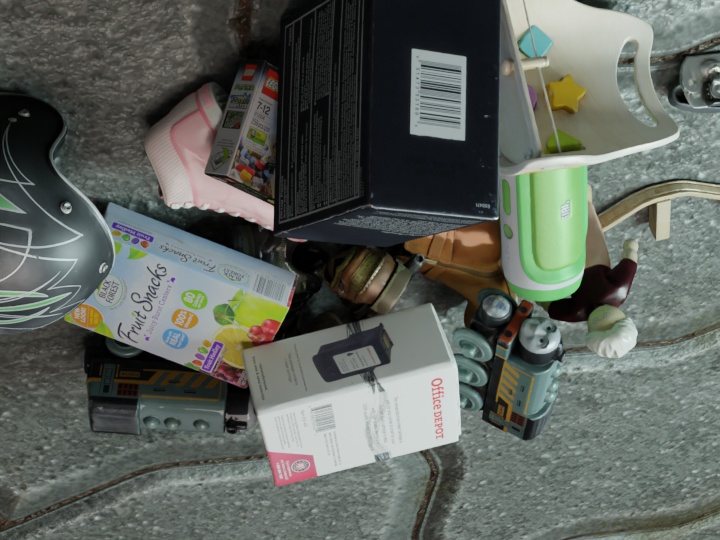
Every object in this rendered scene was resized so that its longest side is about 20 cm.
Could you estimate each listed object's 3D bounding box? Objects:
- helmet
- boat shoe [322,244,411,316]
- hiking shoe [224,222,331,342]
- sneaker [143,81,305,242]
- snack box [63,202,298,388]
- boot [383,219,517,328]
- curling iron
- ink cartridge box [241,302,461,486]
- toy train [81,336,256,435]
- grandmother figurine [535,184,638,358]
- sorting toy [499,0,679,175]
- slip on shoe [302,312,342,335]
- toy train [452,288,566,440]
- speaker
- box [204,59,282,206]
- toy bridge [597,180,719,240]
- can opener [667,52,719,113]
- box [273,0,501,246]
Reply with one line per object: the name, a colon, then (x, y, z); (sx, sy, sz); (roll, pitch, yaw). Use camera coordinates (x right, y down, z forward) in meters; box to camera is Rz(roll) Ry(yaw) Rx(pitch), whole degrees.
helmet: (-0.318, -0.039, 1.269); (0.200, 0.191, 0.200); (-9, 141, -7)
boat shoe: (0.000, 0.000, 1.472); (0.068, 0.072, 0.200); (33, 172, -7)
hiking shoe: (-0.074, 0.022, 1.522); (0.101, 0.076, 0.200); (-14, 141, 2)
sneaker: (-0.128, -0.083, 1.376); (0.105, 0.075, 0.200); (-30, 132, 11)
snack box: (-0.180, 0.028, 1.453); (0.200, 0.053, 0.142); (22, 134, -8)
boot: (0.099, 0.001, 1.564); (0.155, 0.077, 0.200); (5, 148, -14)
curling iron: (0.031, 0.032, 1.562); (0.026, 0.050, 0.200); (7, 150, -19)
ink cartridge box: (-0.006, 0.127, 1.476); (0.200, 0.084, 0.145); (-14, 142, -4)
toy train: (-0.199, 0.122, 1.551); (0.200, 0.114, 0.085); (5, 140, -3)
grandmother figurine: (0.234, 0.009, 1.513); (0.121, 0.200, 0.061); (-39, 136, 26)
sorting toy: (0.194, -0.167, 1.316); (0.180, 0.200, 0.107); (-5, 159, -14)
slip on shoe: (-0.042, 0.106, 1.653); (0.076, 0.061, 0.200); (-10, 160, -5)
toy train: (0.157, 0.099, 1.541); (0.114, 0.085, 0.200); (26, 148, 15)
speaker: (0.177, -0.073, 1.431); (0.088, 0.088, 0.200); (-10, 120, -7)
box: (-0.047, -0.105, 1.346); (0.035, 0.110, 0.200); (11, 171, 45)
toy bridge: (0.326, -0.064, 1.597); (0.200, 0.027, 0.067); (-14, 139, -3)
can opener: (0.407, -0.193, 1.464); (0.200, 0.053, 0.067); (-7, 173, -12)
box: (0.019, -0.132, 1.213); (0.123, 0.200, 0.198); (5, 173, -25)
